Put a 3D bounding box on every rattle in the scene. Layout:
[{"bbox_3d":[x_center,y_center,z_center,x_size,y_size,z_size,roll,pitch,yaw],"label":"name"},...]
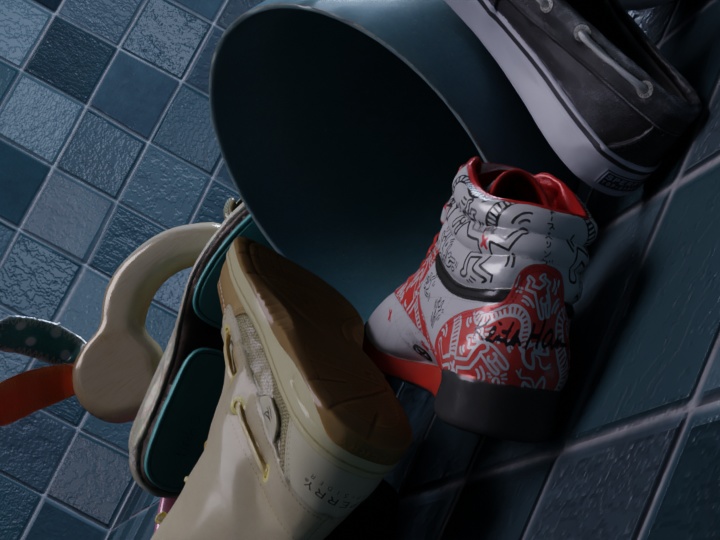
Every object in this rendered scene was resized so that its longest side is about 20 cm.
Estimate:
[{"bbox_3d":[-0.126,0.048,1.097,0.199,0.131,0.143,-26,6,6],"label":"rattle"}]

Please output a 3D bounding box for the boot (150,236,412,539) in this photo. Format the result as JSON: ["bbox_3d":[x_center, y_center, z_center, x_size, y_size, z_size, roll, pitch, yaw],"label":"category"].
[{"bbox_3d":[-0.056,0.084,0.809,0.156,0.073,0.200,-58,29,16],"label":"boot"}]

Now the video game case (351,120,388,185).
[{"bbox_3d":[0.000,0.000,1.074,0.181,0.025,0.201,-35,-41,-75],"label":"video game case"}]

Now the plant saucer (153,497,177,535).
[{"bbox_3d":[-0.098,0.195,1.081,0.201,0.050,0.202,6,-90,-88],"label":"plant saucer"}]

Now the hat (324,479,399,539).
[{"bbox_3d":[-0.027,0.132,0.918,0.201,0.081,0.201,-59,16,29],"label":"hat"}]

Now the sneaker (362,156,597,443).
[{"bbox_3d":[0.053,0.005,0.777,0.201,0.067,0.109,-147,68,-77],"label":"sneaker"}]

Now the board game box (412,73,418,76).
[{"bbox_3d":[0.069,-0.171,1.038,0.157,0.200,0.039,-28,-43,-9],"label":"board game box"}]

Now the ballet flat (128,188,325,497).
[{"bbox_3d":[-0.084,0.033,0.989,0.201,0.067,0.062,-62,22,3],"label":"ballet flat"}]

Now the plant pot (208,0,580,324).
[{"bbox_3d":[0.039,-0.079,0.886,0.135,0.200,0.200,-41,-5,-32],"label":"plant pot"}]

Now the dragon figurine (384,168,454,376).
[{"bbox_3d":[0.044,-0.010,1.014,0.201,0.059,0.099,-64,6,1],"label":"dragon figurine"}]

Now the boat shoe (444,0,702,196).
[{"bbox_3d":[0.083,-0.130,0.781,0.068,0.073,0.200,-50,56,35],"label":"boat shoe"}]

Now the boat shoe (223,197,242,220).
[{"bbox_3d":[-0.065,-0.027,1.143,0.072,0.076,0.201,40,106,38],"label":"boat shoe"}]

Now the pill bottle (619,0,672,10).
[{"bbox_3d":[0.136,-0.214,0.911,0.117,0.116,0.200,-59,8,20],"label":"pill bottle"}]
